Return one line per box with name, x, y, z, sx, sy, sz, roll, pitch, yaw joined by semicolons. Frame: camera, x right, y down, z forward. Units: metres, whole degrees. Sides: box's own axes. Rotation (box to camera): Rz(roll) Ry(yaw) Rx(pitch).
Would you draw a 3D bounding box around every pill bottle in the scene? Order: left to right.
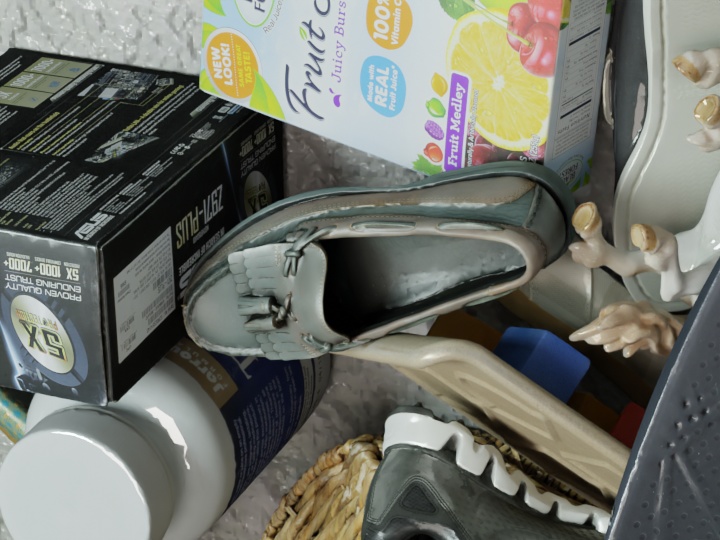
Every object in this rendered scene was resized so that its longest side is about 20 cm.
pill bottle;-0.100;0.074;1.291;0.111;0.200;0.111;9;115;19

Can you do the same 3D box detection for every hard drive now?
hard drive;0.184;0.076;1.111;0.134;0.042;0.201;19;98;-12

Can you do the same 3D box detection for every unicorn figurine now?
unicorn figurine;0.184;-0.038;1.148;0.137;0.074;0.200;22;124;-36

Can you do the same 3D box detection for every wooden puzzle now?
wooden puzzle;0.094;0.068;1.214;0.200;0.185;0.046;30;84;-14

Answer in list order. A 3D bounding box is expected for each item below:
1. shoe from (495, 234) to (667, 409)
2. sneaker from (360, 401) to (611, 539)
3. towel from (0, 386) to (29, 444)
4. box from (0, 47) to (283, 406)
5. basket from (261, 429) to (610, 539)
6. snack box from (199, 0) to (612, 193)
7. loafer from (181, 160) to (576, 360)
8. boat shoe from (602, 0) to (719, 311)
shoe;0.112;0.014;1.251;0.200;0.070;0.053;40;99;-4
sneaker;0.084;0.148;1.220;0.200;0.091;0.066;29;152;-2
towel;-0.171;0.094;1.395;0.200;0.022;0.147;42;170;2
box;-0.151;-0.027;1.265;0.163;0.200;0.086;10;119;20
basket;0.036;0.177;1.368;0.143;0.149;0.200;53;133;34
snack box;0.019;-0.125;1.203;0.199;0.053;0.143;22;122;29
loafer;0.000;0.000;1.172;0.199;0.063;0.072;-17;111;23
boat shoe;0.145;-0.077;1.185;0.074;0.060;0.201;-9;121;-8
